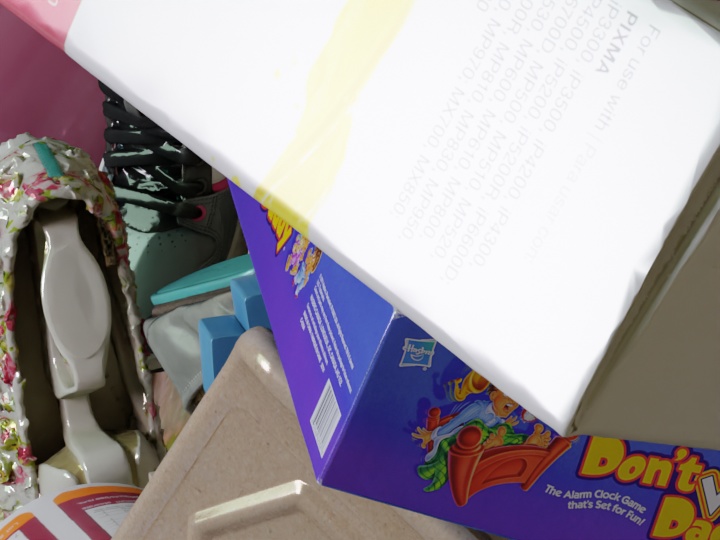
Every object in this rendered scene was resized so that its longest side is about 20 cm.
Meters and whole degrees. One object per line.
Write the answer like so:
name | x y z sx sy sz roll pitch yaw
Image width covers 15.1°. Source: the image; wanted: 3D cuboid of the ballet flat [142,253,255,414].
ballet flat | -0.014 0.014 0.944 0.200 0.067 0.064 -25 90 61

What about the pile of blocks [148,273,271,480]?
pile of blocks | 0.000 0.000 0.805 0.200 0.082 0.062 -45 18 -1

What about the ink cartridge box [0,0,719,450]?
ink cartridge box | 0.031 -0.046 0.580 0.200 0.145 0.084 37 107 34

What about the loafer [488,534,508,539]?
loafer | 0.015 0.080 0.815 0.063 0.072 0.200 -61 22 9

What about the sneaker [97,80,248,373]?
sneaker | -0.081 -0.068 1.055 0.083 0.121 0.201 8 77 23

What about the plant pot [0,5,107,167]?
plant pot | -0.167 -0.044 1.175 0.179 0.200 0.200 -56 24 1

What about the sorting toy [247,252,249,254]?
sorting toy | 0.008 -0.105 0.991 0.200 0.036 0.186 -30 48 58

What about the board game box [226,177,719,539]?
board game box | 0.043 0.004 0.675 0.200 0.134 0.045 -112 43 -63

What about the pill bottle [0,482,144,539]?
pill bottle | -0.063 0.143 0.889 0.200 0.109 0.110 25 97 67

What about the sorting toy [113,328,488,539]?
sorting toy | 0.001 0.136 0.705 0.036 0.185 0.200 -30 -22 -50

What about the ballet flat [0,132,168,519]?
ballet flat | -0.108 0.048 1.023 0.064 0.075 0.201 -149 45 -67
